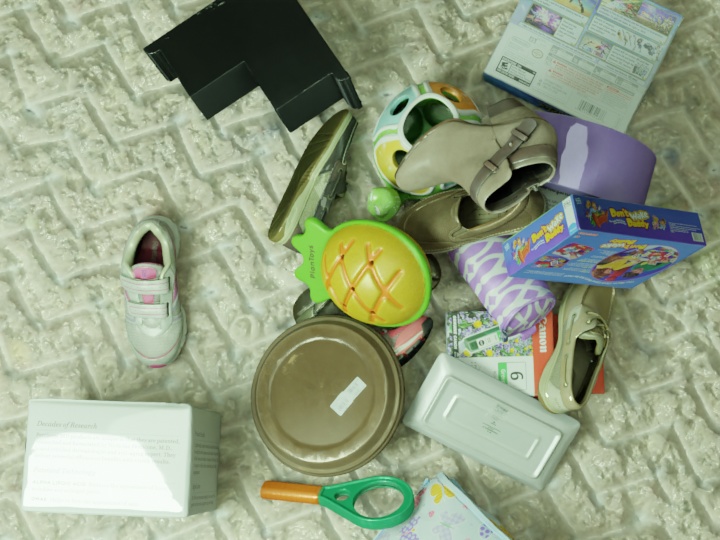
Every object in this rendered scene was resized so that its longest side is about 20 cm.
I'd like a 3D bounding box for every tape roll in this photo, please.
[{"bbox_3d":[0.253,-0.120,1.622,0.199,0.200,0.085,17,83,5],"label":"tape roll"}]

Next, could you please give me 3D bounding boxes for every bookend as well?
[{"bbox_3d":[-0.135,-0.247,1.694,0.198,0.092,0.200,-34,70,0],"label":"bookend"}]

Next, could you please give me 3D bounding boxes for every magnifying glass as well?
[{"bbox_3d":[-0.029,0.281,1.642,0.199,0.080,0.022,4,126,20],"label":"magnifying glass"}]

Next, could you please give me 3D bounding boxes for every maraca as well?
[{"bbox_3d":[0.000,0.000,1.616,0.199,0.107,0.138,12,115,31],"label":"maraca"}]

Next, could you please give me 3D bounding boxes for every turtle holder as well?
[{"bbox_3d":[0.069,-0.158,1.672,0.185,0.132,0.141,-29,82,-1],"label":"turtle holder"}]

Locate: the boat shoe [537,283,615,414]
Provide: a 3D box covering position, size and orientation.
[{"bbox_3d":[0.279,0.082,1.632,0.072,0.065,0.201,33,67,-22],"label":"boat shoe"}]

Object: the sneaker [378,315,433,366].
[{"bbox_3d":[-0.003,0.102,1.670,0.200,0.074,0.087,-34,80,-2],"label":"sneaker"}]

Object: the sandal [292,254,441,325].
[{"bbox_3d":[0.010,0.027,1.694,0.200,0.055,0.082,-28,75,14],"label":"sandal"}]

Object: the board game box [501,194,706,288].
[{"bbox_3d":[0.287,-0.030,1.570,0.199,0.134,0.045,6,64,-32],"label":"board game box"}]

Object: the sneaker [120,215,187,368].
[{"bbox_3d":[-0.269,0.023,1.687,0.081,0.088,0.201,-6,82,2],"label":"sneaker"}]

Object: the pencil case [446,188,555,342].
[{"bbox_3d":[0.162,-0.009,1.641,0.084,0.086,0.200,-29,64,-5],"label":"pencil case"}]

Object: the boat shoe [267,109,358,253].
[{"bbox_3d":[-0.050,-0.111,1.709,0.066,0.072,0.201,34,71,-22],"label":"boat shoe"}]

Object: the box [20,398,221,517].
[{"bbox_3d":[-0.282,0.226,1.604,0.199,0.199,0.131,2,82,4],"label":"box"}]

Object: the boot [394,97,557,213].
[{"bbox_3d":[0.134,-0.116,1.528,0.200,0.070,0.146,-35,38,18],"label":"boot"}]

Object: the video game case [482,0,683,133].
[{"bbox_3d":[0.286,-0.287,1.721,0.200,0.045,0.182,27,86,6],"label":"video game case"}]

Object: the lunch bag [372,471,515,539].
[{"bbox_3d":[0.108,0.362,1.601,0.170,0.127,0.200,-47,54,-5],"label":"lunch bag"}]

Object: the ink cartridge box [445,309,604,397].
[{"bbox_3d":[0.207,0.105,1.669,0.199,0.050,0.109,-2,82,3],"label":"ink cartridge box"}]

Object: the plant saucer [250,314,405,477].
[{"bbox_3d":[-0.044,0.151,1.628,0.199,0.029,0.201,-4,76,15],"label":"plant saucer"}]

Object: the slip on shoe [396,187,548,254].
[{"bbox_3d":[0.124,-0.065,1.588,0.199,0.061,0.076,-5,76,32],"label":"slip on shoe"}]

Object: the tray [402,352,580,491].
[{"bbox_3d":[0.162,0.191,1.639,0.200,0.022,0.108,27,104,-5],"label":"tray"}]
